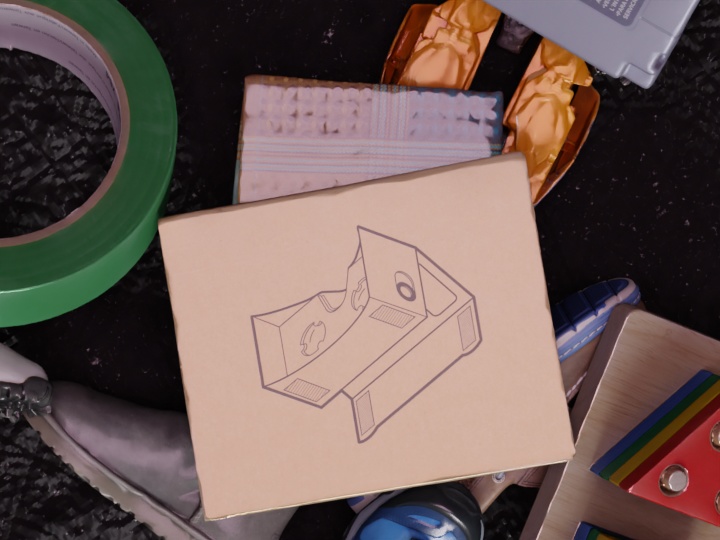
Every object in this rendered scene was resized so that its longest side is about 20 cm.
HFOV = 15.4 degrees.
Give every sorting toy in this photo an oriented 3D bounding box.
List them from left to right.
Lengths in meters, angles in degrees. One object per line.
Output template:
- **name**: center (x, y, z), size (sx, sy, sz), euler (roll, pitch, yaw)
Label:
- **sorting toy**: center (0.196, 0.147, 1.442), size (0.199, 0.070, 0.200), euler (21, 92, -24)

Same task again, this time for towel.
- **towel**: center (0.000, 0.000, 1.428), size (0.146, 0.022, 0.202), euler (4, 89, -1)

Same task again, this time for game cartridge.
- **game cartridge**: center (0.135, -0.201, 1.362), size (0.133, 0.041, 0.201), euler (28, 128, 1)

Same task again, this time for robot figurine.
- **robot figurine**: center (0.082, -0.125, 1.464), size (0.144, 0.058, 0.201), euler (26, 93, -3)

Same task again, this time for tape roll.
- **tape roll**: center (-0.197, -0.070, 1.420), size (0.199, 0.048, 0.202), euler (3, 65, -6)

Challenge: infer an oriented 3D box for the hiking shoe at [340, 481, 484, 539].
- **hiking shoe**: center (-0.001, 0.197, 1.438), size (0.074, 0.087, 0.200), euler (34, 113, -9)

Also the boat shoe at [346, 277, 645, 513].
- **boat shoe**: center (0.088, 0.086, 1.475), size (0.200, 0.072, 0.072), euler (-40, 98, 11)

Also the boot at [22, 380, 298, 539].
- **boot**: center (-0.064, 0.052, 1.464), size (0.181, 0.073, 0.200), euler (36, 95, -7)

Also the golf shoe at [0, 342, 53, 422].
- **golf shoe**: center (-0.245, 0.013, 1.438), size (0.199, 0.078, 0.095), euler (23, 78, 14)

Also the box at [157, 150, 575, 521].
- **box**: center (0.002, 0.035, 1.406), size (0.199, 0.021, 0.165), euler (-10, 88, 1)
